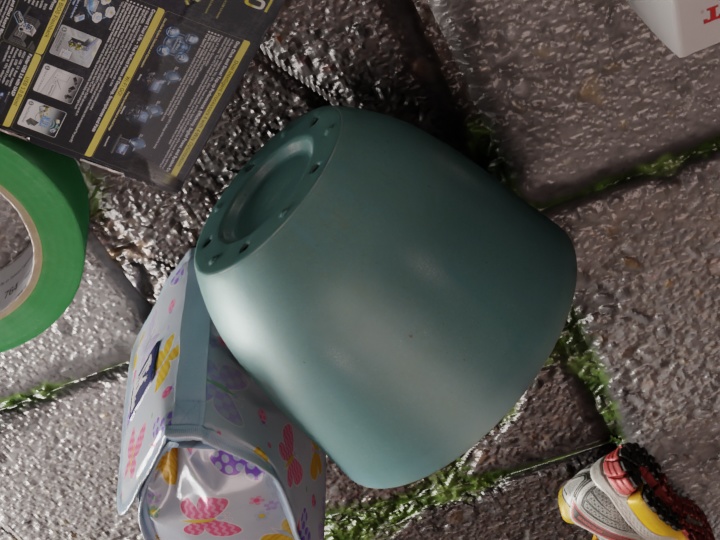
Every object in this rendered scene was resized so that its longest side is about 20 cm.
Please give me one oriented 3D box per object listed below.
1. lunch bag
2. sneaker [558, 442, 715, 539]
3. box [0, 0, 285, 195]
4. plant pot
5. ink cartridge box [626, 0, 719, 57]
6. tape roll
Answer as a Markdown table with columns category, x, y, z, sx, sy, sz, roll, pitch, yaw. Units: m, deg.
| category | x | y | z | sx | sy | sz | roll | pitch | yaw |
| --- | --- | --- | --- | --- | --- | --- | --- | --- | --- |
| lunch bag | -0.093 | 0.104 | 0.943 | 0.126 | 0.170 | 0.201 | -7 | 136 | 5 |
| sneaker | 0.231 | 0.216 | 1.151 | 0.082 | 0.078 | 0.200 | -29 | 120 | 25 |
| box | -0.134 | -0.149 | 0.787 | 0.161 | 0.049 | 0.200 | 20 | 127 | -19 |
| plant pot | 0.000 | 0.000 | 0.847 | 0.200 | 0.201 | 0.161 | -38 | 115 | 26 |
| ink cartridge box | 0.183 | -0.218 | 0.651 | 0.146 | 0.083 | 0.200 | -22 | 133 | -2 |
| tape roll | -0.269 | -0.028 | 0.885 | 0.199 | 0.048 | 0.201 | -3 | 133 | -3 |
